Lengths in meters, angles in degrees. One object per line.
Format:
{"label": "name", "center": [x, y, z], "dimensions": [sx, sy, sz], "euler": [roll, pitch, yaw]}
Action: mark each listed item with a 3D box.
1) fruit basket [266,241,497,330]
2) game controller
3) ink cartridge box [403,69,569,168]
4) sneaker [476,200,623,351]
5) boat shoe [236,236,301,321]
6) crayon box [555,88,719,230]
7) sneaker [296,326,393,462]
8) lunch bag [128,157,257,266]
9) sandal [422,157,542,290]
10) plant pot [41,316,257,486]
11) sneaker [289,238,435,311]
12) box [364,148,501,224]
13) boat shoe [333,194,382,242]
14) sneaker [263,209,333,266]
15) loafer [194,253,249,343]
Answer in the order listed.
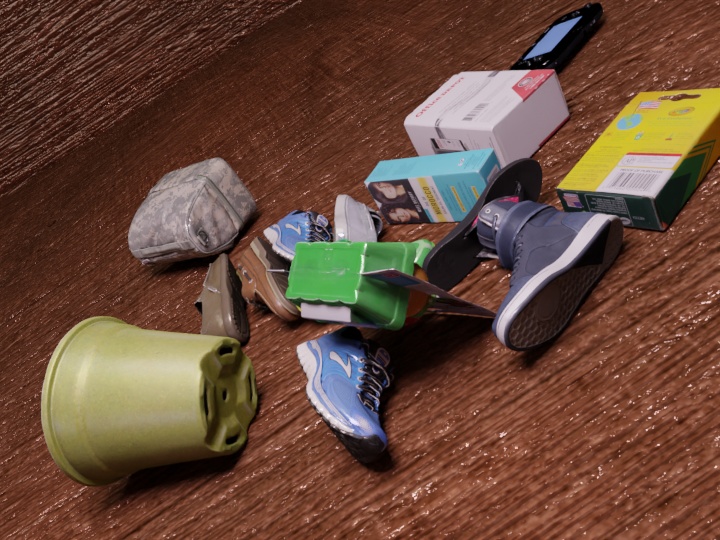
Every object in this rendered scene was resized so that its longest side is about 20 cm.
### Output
{"label": "fruit basket", "center": [0.026, 0.030, 0.764], "dimensions": [0.184, 0.199, 0.095], "euler": [2, 71, 43]}
{"label": "game controller", "center": [0.329, -0.387, 1.206], "dimensions": [0.104, 0.042, 0.200], "euler": [10, 50, 49]}
{"label": "ink cartridge box", "center": [0.185, -0.226, 1.066], "dimensions": [0.147, 0.083, 0.199], "euler": [-43, 32, -18]}
{"label": "sneaker", "center": [0.164, -0.003, 0.754], "dimensions": [0.145, 0.078, 0.202], "euler": [20, 48, 41]}
{"label": "boat shoe", "center": [-0.131, 0.027, 1.022], "dimensions": [0.068, 0.072, 0.200], "euler": [-48, 30, 8]}
{"label": "crayon box", "center": [0.336, -0.134, 0.823], "dimensions": [0.200, 0.051, 0.126], "euler": [-46, 33, -21]}
{"label": "sneaker", "center": [-0.007, 0.115, 0.745], "dimensions": [0.089, 0.079, 0.200], "euler": [-34, 30, 2]}
{"label": "lunch bag", "center": [-0.311, -0.090, 1.279], "dimensions": [0.198, 0.140, 0.168], "euler": [-6, 38, 39]}
{"label": "sandal", "center": [0.158, -0.051, 0.853], "dimensions": [0.200, 0.075, 0.045], "euler": [-47, 29, -8]}
{"label": "plant pot", "center": [-0.229, 0.149, 0.834], "dimensions": [0.182, 0.202, 0.201], "euler": [-5, 38, 19]}
{"label": "sneaker", "center": [0.000, 0.000, 0.905], "dimensions": [0.198, 0.084, 0.074], "euler": [-18, 33, 10]}
{"label": "box", "center": [0.105, -0.112, 0.978], "dimensions": [0.199, 0.083, 0.049], "euler": [1, 44, 44]}
{"label": "boat shoe", "center": [-0.003, -0.060, 1.026], "dimensions": [0.071, 0.071, 0.201], "euler": [3, 19, -2]}
{"label": "sneaker", "center": [-0.083, -0.047, 1.054], "dimensions": [0.089, 0.079, 0.200], "euler": [-45, 30, 1]}
{"label": "loafer", "center": [-0.210, 0.043, 1.055], "dimensions": [0.067, 0.077, 0.201], "euler": [-24, 30, 2]}
